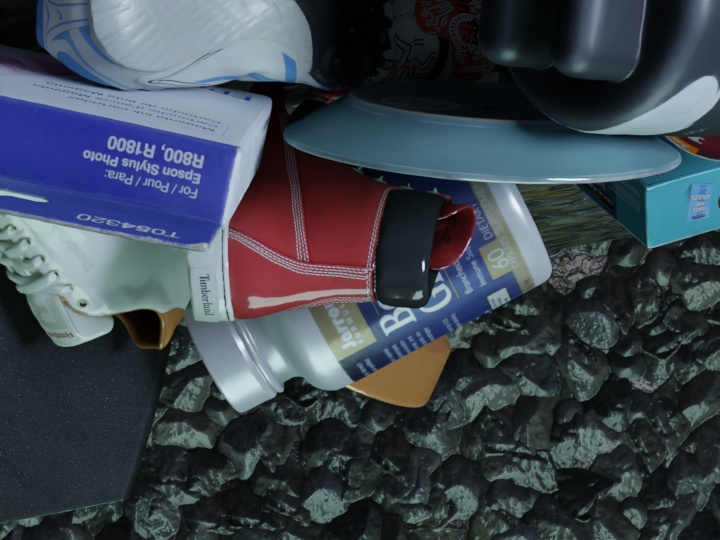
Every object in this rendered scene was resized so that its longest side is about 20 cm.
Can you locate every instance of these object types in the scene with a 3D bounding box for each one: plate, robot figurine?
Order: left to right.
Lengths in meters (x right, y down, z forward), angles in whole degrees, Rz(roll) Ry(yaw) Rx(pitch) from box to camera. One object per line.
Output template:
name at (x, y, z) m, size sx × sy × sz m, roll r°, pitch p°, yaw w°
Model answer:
plate at (0.060, -0.073, 0.837) m, size 0.198 × 0.026 × 0.200 m, roll 3°, pitch -165°, yaw -1°
robot figurine at (0.142, -0.126, 0.773) m, size 0.199 × 0.151 × 0.125 m, roll -3°, pitch 143°, yaw -43°

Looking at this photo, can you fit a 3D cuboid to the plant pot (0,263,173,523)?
plant pot at (-0.228, 0.052, 0.989) m, size 0.199 × 0.179 × 0.198 m, roll -6°, pitch -176°, yaw -43°

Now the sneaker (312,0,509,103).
sneaker at (0.012, -0.117, 0.971) m, size 0.107 × 0.068 × 0.201 m, roll -6°, pitch 171°, yaw -22°

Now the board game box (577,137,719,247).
board game box at (0.254, -0.090, 1.182) m, size 0.198 × 0.047 × 0.151 m, roll -15°, pitch -150°, yaw -14°

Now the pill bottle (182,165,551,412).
pill bottle at (0.000, 0.000, 0.968) m, size 0.199 × 0.112 × 0.111 m, roll -28°, pitch 174°, yaw 3°

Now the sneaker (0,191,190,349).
sneaker at (-0.159, -0.010, 0.870) m, size 0.072 × 0.085 × 0.199 m, roll 4°, pitch 164°, yaw 44°

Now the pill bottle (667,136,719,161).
pill bottle at (0.217, -0.123, 0.970) m, size 0.112 × 0.114 × 0.200 m, roll -9°, pitch 175°, yaw 7°

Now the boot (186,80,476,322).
boot at (-0.012, -0.045, 0.897) m, size 0.143 × 0.073 × 0.201 m, roll -3°, pitch -143°, yaw 1°

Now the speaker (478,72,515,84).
speaker at (0.052, -0.095, 1.212) m, size 0.081 × 0.082 × 0.199 m, roll -4°, pitch 173°, yaw -45°

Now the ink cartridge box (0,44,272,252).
ink cartridge box at (-0.145, -0.067, 0.758) m, size 0.194 × 0.044 × 0.200 m, roll 12°, pitch -167°, yaw -1°

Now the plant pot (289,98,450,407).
plant pot at (-0.011, -0.021, 1.118) m, size 0.199 × 0.141 × 0.200 m, roll 28°, pitch -172°, yaw -4°

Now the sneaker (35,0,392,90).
sneaker at (-0.064, -0.121, 0.805) m, size 0.199 × 0.073 × 0.072 m, roll -4°, pitch -169°, yaw -44°
